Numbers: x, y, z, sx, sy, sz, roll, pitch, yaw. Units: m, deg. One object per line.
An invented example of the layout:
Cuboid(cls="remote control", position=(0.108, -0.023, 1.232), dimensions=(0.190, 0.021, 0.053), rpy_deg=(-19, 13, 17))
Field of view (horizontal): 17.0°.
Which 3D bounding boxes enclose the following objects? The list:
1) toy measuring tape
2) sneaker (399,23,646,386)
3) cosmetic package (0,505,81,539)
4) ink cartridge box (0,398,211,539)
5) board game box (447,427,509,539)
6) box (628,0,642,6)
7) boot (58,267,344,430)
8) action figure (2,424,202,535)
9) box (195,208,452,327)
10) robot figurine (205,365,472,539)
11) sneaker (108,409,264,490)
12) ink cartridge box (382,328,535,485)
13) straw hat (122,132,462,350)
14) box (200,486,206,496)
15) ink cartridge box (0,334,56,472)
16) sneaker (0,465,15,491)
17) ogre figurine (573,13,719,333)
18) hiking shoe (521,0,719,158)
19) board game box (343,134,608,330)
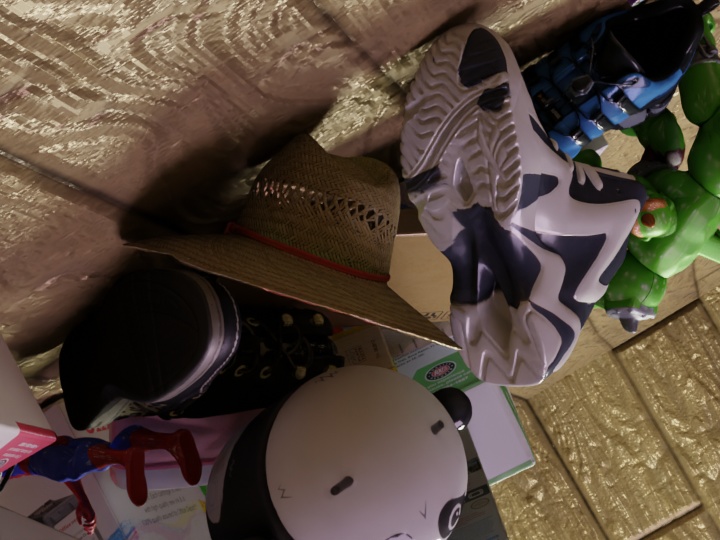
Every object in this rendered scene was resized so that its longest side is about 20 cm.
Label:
Cuboid(cls="toy measuring tape", position=(0.014, 0.057, 1.594), dimensions=(0.199, 0.074, 0.074), rpy_deg=(-21, 171, 5))
Cuboid(cls="sneaker", position=(0.093, -0.052, 1.287), dimensions=(0.079, 0.200, 0.129), rpy_deg=(-3, -156, 37))
Cuboid(cls="cosmetic package", position=(-0.134, 0.207, 1.386), dimensions=(0.151, 0.199, 0.052), rpy_deg=(117, -5, -68))
Cuboid(cls="ink cartridge box", position=(-0.157, 0.187, 1.620), dimensions=(0.085, 0.201, 0.147), rpy_deg=(-32, 170, 18))
Cuboid(cls="board game box", position=(0.018, 0.173, 1.511), dimensions=(0.147, 0.065, 0.200), rpy_deg=(-21, -152, 2))
Cuboid(cls="box", position=(0.216, -0.210, 1.169), dimensions=(0.136, 0.039, 0.200), rpy_deg=(-24, 169, -29))
Cuboid(cls="boot", position=(-0.073, 0.041, 1.382), dimensions=(0.153, 0.074, 0.203), rpy_deg=(-4, 167, -29))
Cuboid(cls="action figure", position=(-0.178, 0.139, 1.465), dimensions=(0.065, 0.100, 0.199), rpy_deg=(-15, -167, -42))
Cuboid(cls="box", position=(0.000, 0.000, 1.450), dimensions=(0.198, 0.021, 0.164), rpy_deg=(-3, 160, -19))
Cuboid(cls="robot figurine", position=(-0.015, 0.129, 1.380), dimensions=(0.124, 0.151, 0.200), rpy_deg=(18, 157, -16))
Cuboid(cls="sneaker", position=(-0.065, 0.075, 1.520), dimensions=(0.198, 0.106, 0.075), rpy_deg=(-6, -169, 0))
Cuboid(cls="ink cartridge box", position=(0.028, 0.087, 1.696), dimensions=(0.144, 0.084, 0.200), rpy_deg=(-26, -154, 5))
Cuboid(cls="straw hat", position=(-0.021, -0.024, 1.257), dimensions=(0.201, 0.200, 0.086), rpy_deg=(21, 86, -78))
Cuboid(cls="box", position=(-0.141, 0.195, 1.785), dimensions=(0.200, 0.177, 0.096), rpy_deg=(-35, 170, 31))
Cuboid(cls="ink cartridge box", position=(-0.264, 0.093, 1.157), dimensions=(0.199, 0.083, 0.147), rpy_deg=(-31, 171, 3))
Cuboid(cls="sneaker", position=(-0.231, 0.113, 1.378), dimensions=(0.074, 0.081, 0.200), rpy_deg=(-28, 170, -21))
Cuboid(cls="ogre figurine", position=(0.178, -0.053, 1.489), dimensions=(0.200, 0.120, 0.098), rpy_deg=(-43, 141, 3))
Cuboid(cls="hiking shoe", position=(0.117, -0.103, 1.374), dimensions=(0.200, 0.074, 0.087), rpy_deg=(-35, 167, -34))
Cuboid(cls="board game box", position=(0.048, -0.027, 1.612), dimensions=(0.199, 0.041, 0.200), rpy_deg=(-26, 170, -19))
